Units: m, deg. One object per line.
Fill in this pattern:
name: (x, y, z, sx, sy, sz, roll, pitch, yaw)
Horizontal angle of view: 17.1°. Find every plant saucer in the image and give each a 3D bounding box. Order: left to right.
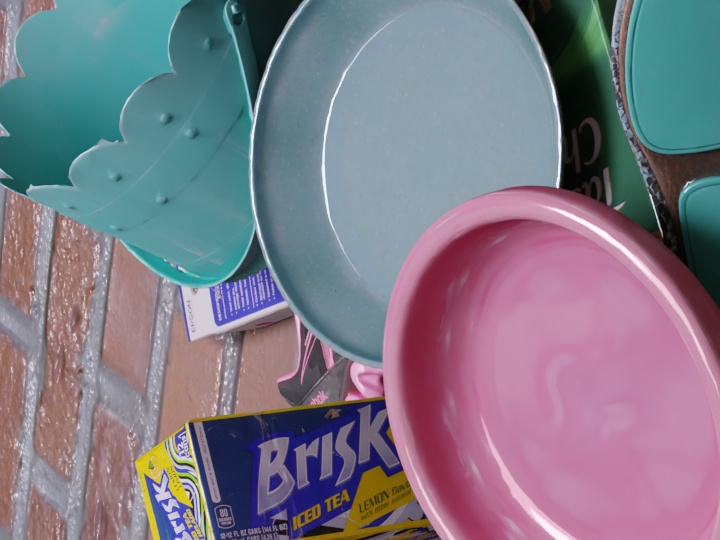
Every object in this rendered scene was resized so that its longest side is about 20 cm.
plant saucer: (0.028, -0.053, 1.148, 0.199, 0.036, 0.202, -1, 89, 42)
plant saucer: (0.096, 0.059, 1.033, 0.200, 0.051, 0.202, 20, 120, 41)

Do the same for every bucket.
bucket: (-0.093, -0.099, 1.292, 0.207, 0.134, 0.208, -39, 35, 35)

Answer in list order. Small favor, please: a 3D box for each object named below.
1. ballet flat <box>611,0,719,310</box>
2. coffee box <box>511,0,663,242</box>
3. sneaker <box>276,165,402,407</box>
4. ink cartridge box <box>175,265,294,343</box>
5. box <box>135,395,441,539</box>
ballet flat: (0.147, -0.059, 1.004, 0.074, 0.074, 0.201, 31, 139, 52)
coffee box: (0.102, -0.069, 1.134, 0.123, 0.044, 0.202, -35, 64, 52)
sneaker: (0.000, 0.000, 1.253, 0.095, 0.079, 0.201, 26, 115, 34)
ink cartridge box: (-0.048, -0.022, 1.382, 0.200, 0.037, 0.096, -20, 77, 54)
box: (-0.005, 0.104, 1.176, 0.064, 0.199, 0.071, -37, 63, 53)
